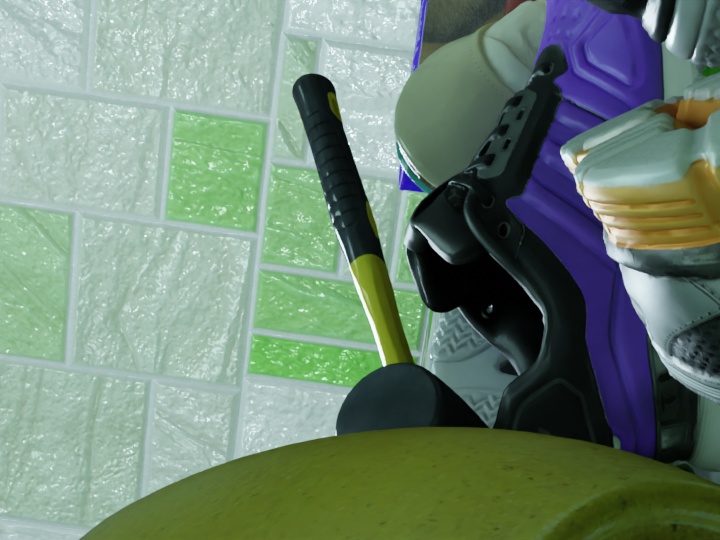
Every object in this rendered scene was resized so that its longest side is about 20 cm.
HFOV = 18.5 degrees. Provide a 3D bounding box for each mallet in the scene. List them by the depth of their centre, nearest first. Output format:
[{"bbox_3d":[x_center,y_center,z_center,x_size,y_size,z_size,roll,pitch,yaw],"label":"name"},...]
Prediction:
[{"bbox_3d":[0.000,0.000,0.740,0.066,0.041,0.201,44,-159,-52],"label":"mallet"}]

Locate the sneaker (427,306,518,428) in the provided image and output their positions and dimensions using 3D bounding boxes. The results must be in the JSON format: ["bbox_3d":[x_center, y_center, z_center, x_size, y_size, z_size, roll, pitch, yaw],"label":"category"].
[{"bbox_3d":[0.077,0.030,0.803,0.201,0.075,0.115,-62,-25,-16],"label":"sneaker"}]

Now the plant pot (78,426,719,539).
[{"bbox_3d":[0.031,0.112,0.449,0.142,0.199,0.201,-40,36,51],"label":"plant pot"}]

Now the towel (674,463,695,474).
[{"bbox_3d":[0.001,0.111,0.684,0.149,0.199,0.031,-43,66,41],"label":"towel"}]

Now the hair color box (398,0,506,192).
[{"bbox_3d":[0.085,-0.135,1.104,0.065,0.109,0.201,102,175,-81],"label":"hair color box"}]

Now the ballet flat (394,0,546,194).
[{"bbox_3d":[0.079,-0.083,0.853,0.200,0.069,0.070,-35,-42,-55],"label":"ballet flat"}]

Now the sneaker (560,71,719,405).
[{"bbox_3d":[0.092,-0.008,0.510,0.077,0.078,0.200,63,-163,-4],"label":"sneaker"}]

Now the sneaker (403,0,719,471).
[{"bbox_3d":[0.062,-0.029,0.714,0.070,0.099,0.201,92,173,-61],"label":"sneaker"}]

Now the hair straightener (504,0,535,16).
[{"bbox_3d":[0.072,-0.026,0.923,0.077,0.041,0.201,81,-169,-50],"label":"hair straightener"}]

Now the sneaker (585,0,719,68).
[{"bbox_3d":[0.078,-0.148,0.599,0.076,0.113,0.201,101,-170,-53],"label":"sneaker"}]
